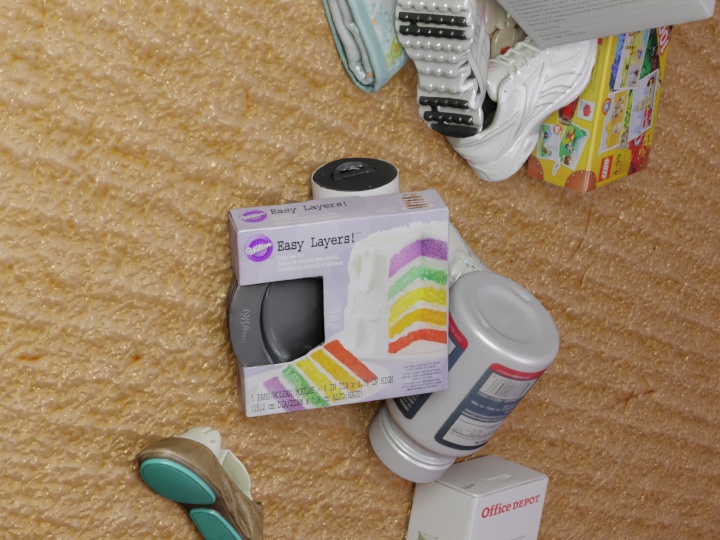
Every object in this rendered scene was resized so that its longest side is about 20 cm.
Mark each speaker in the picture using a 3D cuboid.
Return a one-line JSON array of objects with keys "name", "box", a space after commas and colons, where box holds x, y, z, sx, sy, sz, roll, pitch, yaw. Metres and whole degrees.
[{"name": "speaker", "box": [0.000, 0.000, 1.515, 0.081, 0.081, 0.201, -28, 126, -42]}]

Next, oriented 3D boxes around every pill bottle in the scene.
[{"name": "pill bottle", "box": [0.093, 0.109, 1.595, 0.119, 0.120, 0.200, -13, 146, -48]}]

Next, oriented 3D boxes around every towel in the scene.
[{"name": "towel", "box": [0.030, -0.284, 1.461, 0.171, 0.048, 0.201, -45, 136, -30]}]

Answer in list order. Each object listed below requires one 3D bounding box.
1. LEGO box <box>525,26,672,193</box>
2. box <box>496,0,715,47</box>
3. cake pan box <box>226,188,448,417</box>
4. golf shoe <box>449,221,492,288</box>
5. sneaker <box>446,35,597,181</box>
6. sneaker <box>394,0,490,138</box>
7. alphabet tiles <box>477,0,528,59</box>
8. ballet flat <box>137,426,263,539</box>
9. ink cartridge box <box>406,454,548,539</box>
[{"name": "LEGO box", "box": [0.255, -0.200, 1.735, 0.149, 0.077, 0.202, -22, 125, -51]}, {"name": "box", "box": [0.235, -0.336, 1.529, 0.131, 0.199, 0.200, 39, 60, -39]}, {"name": "cake pan box", "box": [-0.021, 0.029, 1.450, 0.198, 0.052, 0.186, -5, 114, -12]}, {"name": "golf shoe", "box": [0.105, 0.005, 1.636, 0.079, 0.097, 0.200, -59, 140, -12]}, {"name": "sneaker", "box": [0.157, -0.187, 1.618, 0.099, 0.078, 0.201, 31, 92, -46]}, {"name": "sneaker", "box": [0.080, -0.212, 1.472, 0.201, 0.075, 0.081, 79, 31, -52]}, {"name": "alphabet tiles", "box": [0.170, -0.300, 1.656, 0.199, 0.015, 0.197, -23, 122, -45]}, {"name": "ballet flat", "box": [-0.133, 0.183, 1.444, 0.200, 0.067, 0.073, 55, 42, -47]}, {"name": "ink cartridge box", "box": [0.118, 0.312, 1.788, 0.144, 0.084, 0.202, -5, 110, -51]}]
